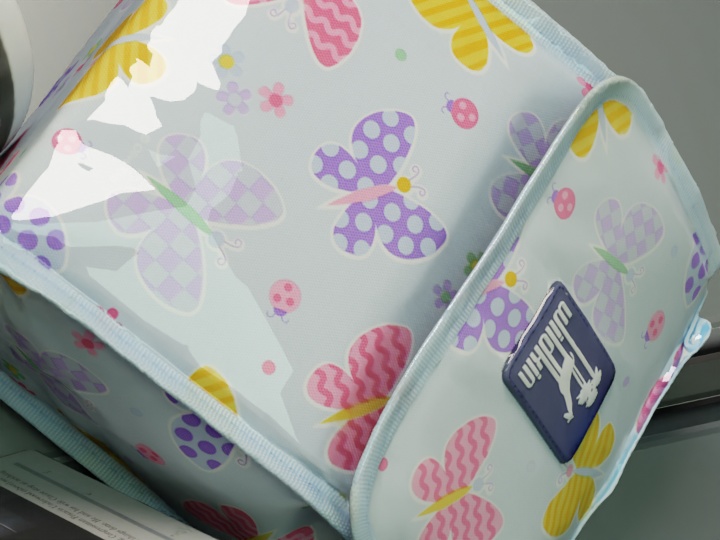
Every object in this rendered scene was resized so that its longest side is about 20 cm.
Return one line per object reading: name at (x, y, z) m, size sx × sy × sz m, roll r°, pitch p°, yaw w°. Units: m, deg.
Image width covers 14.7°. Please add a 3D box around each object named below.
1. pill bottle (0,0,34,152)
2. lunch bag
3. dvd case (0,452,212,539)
pill bottle at (-0.188, -0.019, 0.728) m, size 0.114 × 0.114 × 0.200 m, roll 44°, pitch 56°, yaw -3°
lunch bag at (0.000, 0.000, 0.800) m, size 0.200 × 0.127 × 0.170 m, roll 41°, pitch 67°, yaw -11°
dvd case at (-0.118, 0.100, 0.688) m, size 0.199 × 0.150 × 0.025 m, roll -15°, pitch 115°, yaw -41°
